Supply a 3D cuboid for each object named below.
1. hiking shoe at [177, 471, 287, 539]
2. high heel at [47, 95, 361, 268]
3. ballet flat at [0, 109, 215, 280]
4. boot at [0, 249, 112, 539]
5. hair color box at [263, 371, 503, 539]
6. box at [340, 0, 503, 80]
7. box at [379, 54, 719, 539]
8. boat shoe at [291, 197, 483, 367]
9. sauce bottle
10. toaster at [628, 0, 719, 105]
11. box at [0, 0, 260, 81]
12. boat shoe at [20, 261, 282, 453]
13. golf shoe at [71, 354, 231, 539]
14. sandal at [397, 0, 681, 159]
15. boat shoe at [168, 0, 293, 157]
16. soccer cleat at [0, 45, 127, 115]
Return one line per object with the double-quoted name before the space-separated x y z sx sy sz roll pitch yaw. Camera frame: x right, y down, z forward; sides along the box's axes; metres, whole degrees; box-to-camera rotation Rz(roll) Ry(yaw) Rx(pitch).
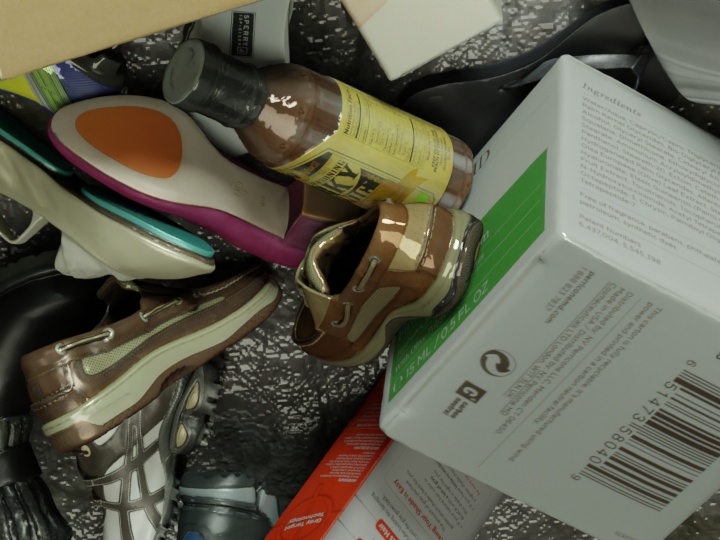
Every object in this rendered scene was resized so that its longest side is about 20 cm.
"hiking shoe" -0.060 0.196 1.428 0.074 0.087 0.200 -1 159 38
"high heel" -0.104 -0.049 1.322 0.199 0.068 0.096 11 155 -22
"ballet flat" -0.180 -0.034 1.308 0.200 0.069 0.070 33 116 13
"boot" -0.215 0.099 1.356 0.211 0.158 0.079 -36 154 23
"hair color box" 0.011 0.165 1.389 0.061 0.200 0.102 -5 129 49
"box" 0.000 -0.219 1.231 0.078 0.095 0.200 -27 115 13
"box" 0.147 0.023 1.302 0.200 0.172 0.199 27 130 -16
"boat shoe" 0.000 0.000 1.300 0.074 0.076 0.200 21 154 -18
"sauce bottle" -0.025 -0.081 1.264 0.200 0.065 0.065 21 117 -34
"toaster" 0.222 -0.180 1.227 0.114 0.129 0.200 -36 117 -17
"box" -0.113 -0.203 1.097 0.199 0.021 0.164 -20 109 -16
"boat shoe" -0.126 0.032 1.322 0.075 0.202 0.075 -27 96 42
"golf shoe" -0.156 0.128 1.429 0.094 0.078 0.201 17 106 -8
"sandal" 0.121 -0.106 1.326 0.200 0.043 0.076 -21 118 9
"boat shoe" -0.070 -0.147 1.278 0.070 0.064 0.200 8 142 -8
"soccer cleat" -0.233 -0.145 1.278 0.200 0.065 0.084 31 119 -18
